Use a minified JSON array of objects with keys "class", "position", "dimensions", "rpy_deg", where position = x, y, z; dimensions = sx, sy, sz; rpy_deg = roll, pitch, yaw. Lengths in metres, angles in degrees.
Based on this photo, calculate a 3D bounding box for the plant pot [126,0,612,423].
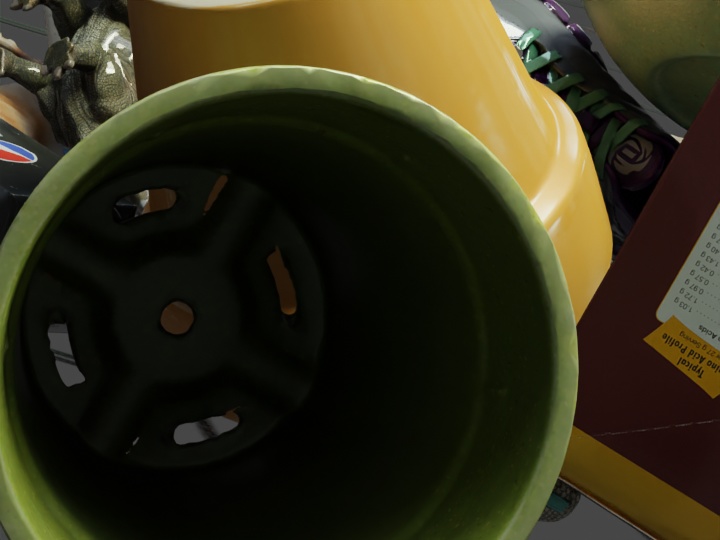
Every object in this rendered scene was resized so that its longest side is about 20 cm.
[{"class":"plant pot","position":[-0.011,-0.065,1.187],"dimensions":[0.200,0.183,0.200],"rpy_deg":[-12,34,8]}]

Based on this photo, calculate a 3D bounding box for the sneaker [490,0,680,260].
[{"class":"sneaker","position":[0.098,-0.075,1.300],"dimensions":[0.200,0.074,0.088],"rpy_deg":[40,-9,-19]}]

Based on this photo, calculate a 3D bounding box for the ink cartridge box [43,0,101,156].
[{"class":"ink cartridge box","position":[-0.076,-0.132,1.417],"dimensions":[0.145,0.200,0.084],"rpy_deg":[-9,-1,29]}]

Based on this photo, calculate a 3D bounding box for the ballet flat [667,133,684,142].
[{"class":"ballet flat","position":[0.160,-0.030,1.411],"dimensions":[0.200,0.068,0.067],"rpy_deg":[15,32,11]}]

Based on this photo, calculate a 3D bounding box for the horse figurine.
[{"class":"horse figurine","position":[-0.185,-0.081,1.480],"dimensions":[0.133,0.050,0.200],"rpy_deg":[37,14,21]}]

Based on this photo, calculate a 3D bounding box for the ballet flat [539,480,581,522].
[{"class":"ballet flat","position":[0.036,0.053,1.238],"dimensions":[0.075,0.068,0.200],"rpy_deg":[34,8,-35]}]

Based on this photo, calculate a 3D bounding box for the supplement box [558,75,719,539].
[{"class":"supplement box","position":[0.202,0.032,1.111],"dimensions":[0.197,0.200,0.133],"rpy_deg":[32,9,16]}]

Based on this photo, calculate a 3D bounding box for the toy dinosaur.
[{"class":"toy dinosaur","position":[-0.113,-0.101,1.338],"dimensions":[0.077,0.200,0.102],"rpy_deg":[-18,-39,34]}]

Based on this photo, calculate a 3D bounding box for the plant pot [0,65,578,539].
[{"class":"plant pot","position":[-0.048,0.025,1.007],"dimensions":[0.200,0.200,0.190],"rpy_deg":[14,3,-15]}]

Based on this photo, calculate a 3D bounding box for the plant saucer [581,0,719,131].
[{"class":"plant saucer","position":[0.183,-0.083,1.263],"dimensions":[0.201,0.039,0.201],"rpy_deg":[20,-16,6]}]

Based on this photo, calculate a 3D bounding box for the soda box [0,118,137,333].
[{"class":"soda box","position":[-0.187,-0.037,1.289],"dimensions":[0.071,0.063,0.200],"rpy_deg":[4,19,-41]}]
